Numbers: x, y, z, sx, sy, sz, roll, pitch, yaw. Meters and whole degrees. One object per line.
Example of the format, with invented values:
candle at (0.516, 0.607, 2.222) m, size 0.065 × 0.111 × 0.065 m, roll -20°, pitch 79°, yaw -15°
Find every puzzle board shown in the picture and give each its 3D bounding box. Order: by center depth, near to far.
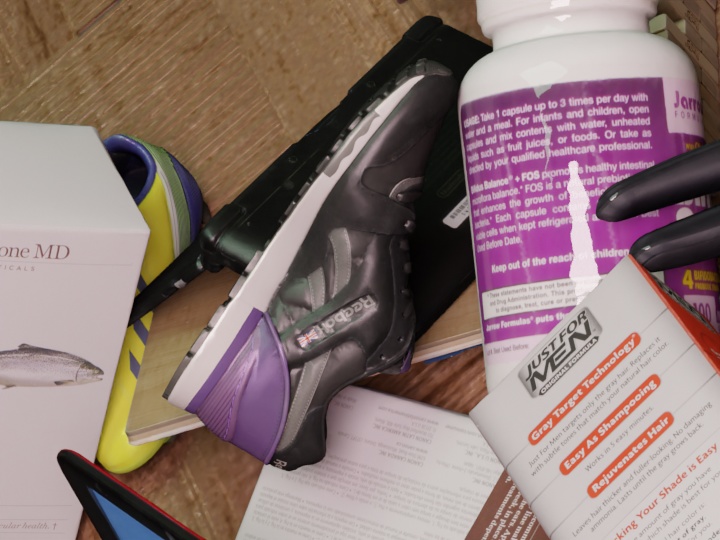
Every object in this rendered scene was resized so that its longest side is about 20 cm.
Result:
puzzle board at (-0.014, 0.020, 1.459) m, size 0.200 × 0.017 × 0.151 m, roll -16°, pitch 27°, yaw 13°

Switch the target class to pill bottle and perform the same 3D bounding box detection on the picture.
pill bottle at (0.103, -0.042, 1.333) m, size 0.112 × 0.112 × 0.200 m, roll -10°, pitch 84°, yaw 36°

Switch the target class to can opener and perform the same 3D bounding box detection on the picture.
can opener at (0.188, -0.044, 1.290) m, size 0.200 × 0.079 × 0.063 m, roll -14°, pitch 56°, yaw -25°

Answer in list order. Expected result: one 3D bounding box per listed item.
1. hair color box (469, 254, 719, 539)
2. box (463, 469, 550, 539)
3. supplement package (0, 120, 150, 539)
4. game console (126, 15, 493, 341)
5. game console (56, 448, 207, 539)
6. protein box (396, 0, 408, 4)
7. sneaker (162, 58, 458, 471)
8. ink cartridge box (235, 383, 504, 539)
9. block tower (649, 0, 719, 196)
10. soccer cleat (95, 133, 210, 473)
hair color box at (0.131, 0.094, 1.180) m, size 0.102 × 0.061 × 0.200 m, roll -45°, pitch 41°, yaw 12°
box at (0.132, 0.147, 1.244) m, size 0.200 × 0.075 × 0.100 m, roll 15°, pitch 69°, yaw 49°
supplement package at (-0.196, 0.033, 1.516) m, size 0.117 × 0.117 × 0.200 m, roll -122°, pitch 41°, yaw -52°
game console at (0.001, -0.026, 1.491) m, size 0.176 × 0.116 × 0.200 m, roll 28°, pitch 52°, yaw 21°
game console at (-0.082, 0.203, 1.321) m, size 0.200 × 0.119 × 0.172 m, roll 28°, pitch 93°, yaw 47°
protein box at (0.085, -0.273, 1.530) m, size 0.200 × 0.135 × 0.199 m, roll -25°, pitch 22°, yaw 25°
sneaker at (0.000, 0.000, 1.347) m, size 0.200 × 0.088 × 0.076 m, roll -55°, pitch 1°, yaw 11°
ink cartridge box at (0.004, 0.159, 1.383) m, size 0.162 × 0.050 × 0.200 m, roll 13°, pitch 82°, yaw 46°
block tower at (0.142, -0.113, 1.460) m, size 0.058 × 0.054 × 0.200 m, roll -20°, pitch 48°, yaw 30°
soccer cleat at (-0.128, 0.016, 1.570) m, size 0.065 × 0.084 × 0.200 m, roll -19°, pitch 48°, yaw 29°
